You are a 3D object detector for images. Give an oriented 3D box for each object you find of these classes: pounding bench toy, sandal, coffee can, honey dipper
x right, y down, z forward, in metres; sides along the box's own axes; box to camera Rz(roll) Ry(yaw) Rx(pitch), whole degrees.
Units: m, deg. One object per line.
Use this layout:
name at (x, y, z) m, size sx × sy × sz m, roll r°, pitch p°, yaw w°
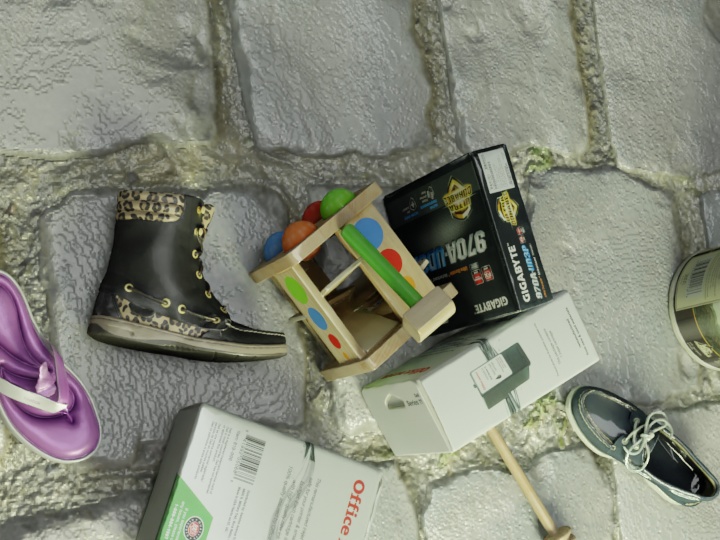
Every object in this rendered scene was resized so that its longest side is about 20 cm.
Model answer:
pounding bench toy at (0.000, 0.000, 1.331) m, size 0.124 × 0.200 × 0.157 m, roll -40°, pitch 97°, yaw -24°
sandal at (-0.310, 0.091, 1.263) m, size 0.082 × 0.050 × 0.204 m, roll -35°, pitch 95°, yaw -24°
coffee can at (0.462, 0.029, 1.525) m, size 0.144 × 0.200 × 0.149 m, roll 4°, pitch 79°, yaw -22°
honey dipper at (0.180, 0.237, 1.456) m, size 0.038 × 0.038 × 0.201 m, roll -32°, pitch 93°, yaw -25°

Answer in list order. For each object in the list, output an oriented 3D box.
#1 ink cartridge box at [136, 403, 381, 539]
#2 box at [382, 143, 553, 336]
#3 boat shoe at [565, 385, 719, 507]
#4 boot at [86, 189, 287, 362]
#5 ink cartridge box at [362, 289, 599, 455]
ink cartridge box at (-0.095, 0.231, 1.303) m, size 0.198 × 0.083 × 0.148 m, roll 24°, pitch 72°, yaw -18°
box at (0.104, -0.025, 1.381) m, size 0.046 × 0.200 × 0.161 m, roll -15°, pitch 87°, yaw -27°
boat shoe at (0.313, 0.194, 1.507) m, size 0.200 × 0.062 × 0.075 m, roll 42°, pitch 69°, yaw -11°
boot at (-0.161, 0.009, 1.333) m, size 0.197 × 0.073 × 0.153 m, roll 9°, pitch 77°, yaw -16°
ink cartridge box at (0.120, 0.107, 1.394) m, size 0.199 × 0.146 × 0.084 m, roll -28°, pitch 93°, yaw -24°
